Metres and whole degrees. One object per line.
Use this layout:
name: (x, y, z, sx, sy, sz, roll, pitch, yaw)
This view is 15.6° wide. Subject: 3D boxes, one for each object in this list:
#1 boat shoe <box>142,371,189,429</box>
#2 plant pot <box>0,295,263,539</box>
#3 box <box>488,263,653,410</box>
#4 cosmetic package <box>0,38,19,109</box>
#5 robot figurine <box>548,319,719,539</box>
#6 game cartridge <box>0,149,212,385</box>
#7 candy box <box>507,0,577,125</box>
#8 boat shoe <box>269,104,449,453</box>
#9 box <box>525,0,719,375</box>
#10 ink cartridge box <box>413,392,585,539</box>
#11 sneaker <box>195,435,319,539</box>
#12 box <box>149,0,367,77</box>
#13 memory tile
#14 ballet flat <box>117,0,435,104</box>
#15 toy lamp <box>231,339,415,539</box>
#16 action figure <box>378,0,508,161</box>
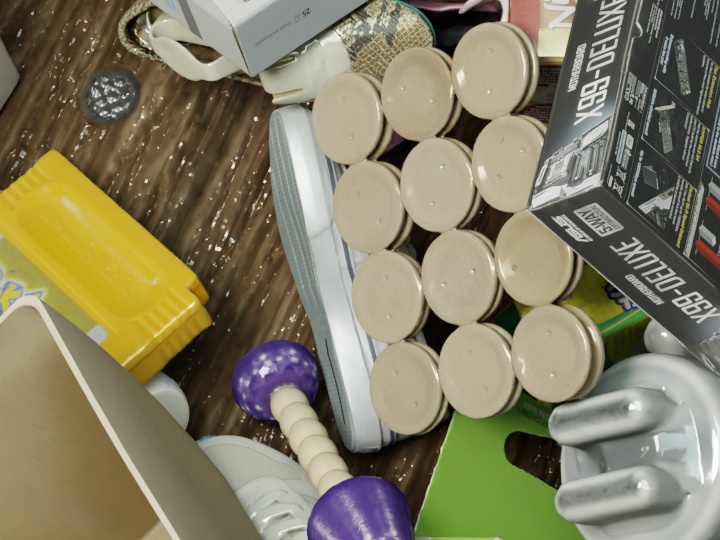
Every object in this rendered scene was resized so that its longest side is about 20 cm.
boat shoe: (-0.188, 0.120, 1.478, 0.200, 0.072, 0.069, -47, 49, -3)
plant pot: (-0.140, 0.169, 1.352, 0.200, 0.177, 0.200, -45, 51, 12)
box: (0.159, 0.021, 1.451, 0.200, 0.117, 0.048, -24, 70, -3)
cosmetic package: (-0.335, -0.118, 1.518, 0.200, 0.167, 0.166, 27, 75, 13)
robot figurine: (0.185, 0.105, 1.393, 0.113, 0.200, 0.170, -12, 73, 43)
game cartridge: (-0.201, 0.038, 1.488, 0.200, 0.032, 0.176, -43, 49, -10)
candy box: (0.115, -0.129, 1.464, 0.055, 0.200, 0.116, 0, 71, 7)
boat shoe: (0.000, 0.000, 1.485, 0.067, 0.074, 0.200, -15, 98, -14)
box: (0.169, -0.072, 1.340, 0.050, 0.158, 0.200, -19, 44, 41)
ink cartridge box: (0.098, 0.167, 1.386, 0.148, 0.076, 0.200, 30, 69, -32)
sneaker: (-0.027, 0.161, 1.438, 0.077, 0.081, 0.200, -42, 71, -8)
box: (-0.058, -0.201, 1.474, 0.156, 0.041, 0.200, -35, 45, -17)
memory tile: (0.049, -0.020, 1.375, 0.153, 0.017, 0.200, -17, 81, 40)
ballet flat: (-0.055, -0.123, 1.467, 0.200, 0.068, 0.075, 12, 32, 36)
toy lamp: (-0.017, 0.105, 1.408, 0.058, 0.058, 0.200, -25, 33, -4)
action figure: (-0.020, -0.152, 1.520, 0.200, 0.149, 0.134, 41, 84, 3)
